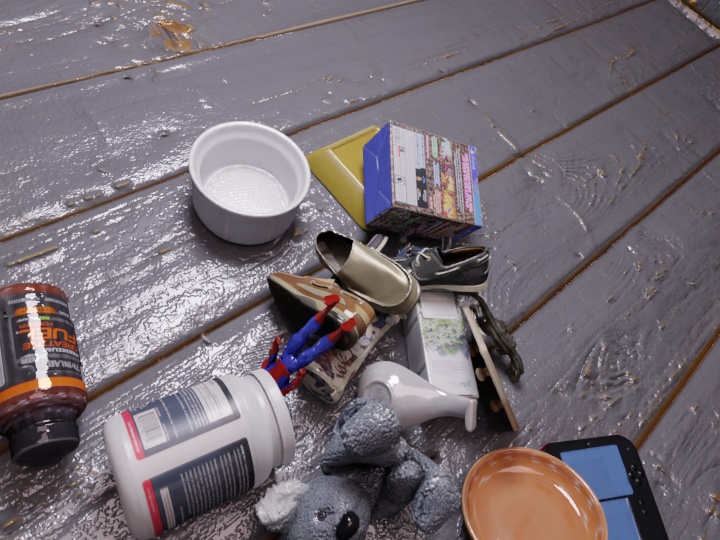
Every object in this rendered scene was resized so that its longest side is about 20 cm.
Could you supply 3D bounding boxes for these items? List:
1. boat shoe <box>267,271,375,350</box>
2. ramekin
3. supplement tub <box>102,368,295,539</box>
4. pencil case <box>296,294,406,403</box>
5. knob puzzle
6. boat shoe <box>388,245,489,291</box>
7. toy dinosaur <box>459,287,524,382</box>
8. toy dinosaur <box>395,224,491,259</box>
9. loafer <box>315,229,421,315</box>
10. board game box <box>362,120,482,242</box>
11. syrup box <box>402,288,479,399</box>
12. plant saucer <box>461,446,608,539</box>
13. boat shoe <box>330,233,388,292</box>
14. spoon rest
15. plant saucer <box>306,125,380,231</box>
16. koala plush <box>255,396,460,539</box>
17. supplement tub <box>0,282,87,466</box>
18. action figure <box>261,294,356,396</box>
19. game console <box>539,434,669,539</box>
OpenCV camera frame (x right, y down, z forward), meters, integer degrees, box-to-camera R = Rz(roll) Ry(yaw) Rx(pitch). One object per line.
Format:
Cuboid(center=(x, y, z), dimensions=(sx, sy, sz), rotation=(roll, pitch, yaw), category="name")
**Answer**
Cuboid(center=(-0.058, 0.049, 0.811), dimensions=(0.073, 0.077, 0.198), rotation=(-34, 43, -31), category="boat shoe")
Cuboid(center=(-0.189, -0.142, 0.925), dimensions=(0.196, 0.098, 0.204), rotation=(10, 54, -14), category="ramekin")
Cuboid(center=(-0.192, 0.211, 0.662), dimensions=(0.197, 0.141, 0.142), rotation=(-16, 64, -29), category="supplement tub")
Cuboid(center=(-0.014, 0.109, 0.833), dimensions=(0.088, 0.079, 0.200), rotation=(7, 41, 36), category="pencil case")
Cuboid(center=(0.188, 0.148, 0.840), dimensions=(0.030, 0.220, 0.223), rotation=(-22, 62, 8), category="knob puzzle")
Cuboid(center=(0.105, -0.010, 0.868), dimensions=(0.195, 0.069, 0.072), rotation=(0, 34, 1), category="boat shoe")
Cuboid(center=(0.221, 0.092, 0.933), dimensions=(0.201, 0.047, 0.088), rotation=(53, 9, -13), category="toy dinosaur")
Cuboid(center=(0.133, -0.001, 0.987), dimensions=(0.181, 0.199, 0.106), rotation=(41, 21, -28), category="toy dinosaur")
Cuboid(center=(0.000, 0.000, 0.821), dimensions=(0.198, 0.068, 0.077), rotation=(29, 87, 29), category="loafer")
Cuboid(center=(0.112, -0.154, 1.002), dimensions=(0.196, 0.096, 0.163), rotation=(9, 70, -29), category="board game box")
Cuboid(center=(0.120, 0.120, 0.879), dimensions=(0.077, 0.082, 0.204), rotation=(3, 57, -15), category="syrup box")
Cuboid(center=(0.237, 0.342, 0.767), dimensions=(0.195, 0.038, 0.202), rotation=(1, 38, -1), category="plant saucer")
Cuboid(center=(-0.025, -0.004, 0.914), dimensions=(0.062, 0.073, 0.200), rotation=(37, 59, 7), category="boat shoe")
Cuboid(center=(0.077, 0.186, 0.775), dimensions=(0.060, 0.197, 0.102), rotation=(10, 84, -54), category="spoon rest")
Cuboid(center=(0.023, -0.198, 1.075), dimensions=(0.199, 0.049, 0.201), rotation=(-32, 74, -34), category="plant saucer")
Cuboid(center=(-0.015, 0.283, 0.688), dimensions=(0.200, 0.183, 0.178), rotation=(-45, 101, -20), category="koala plush")
Cuboid(center=(-0.393, 0.124, 0.667), dimensions=(0.105, 0.107, 0.203), rotation=(-13, 64, -27), category="supplement tub")
Cuboid(center=(-0.089, 0.115, 0.740), dimensions=(0.066, 0.200, 0.051), rotation=(49, 29, 11), category="action figure")
Cuboid(center=(0.373, 0.353, 0.854), dimensions=(0.196, 0.031, 0.180), rotation=(1, 58, -20), category="game console")
